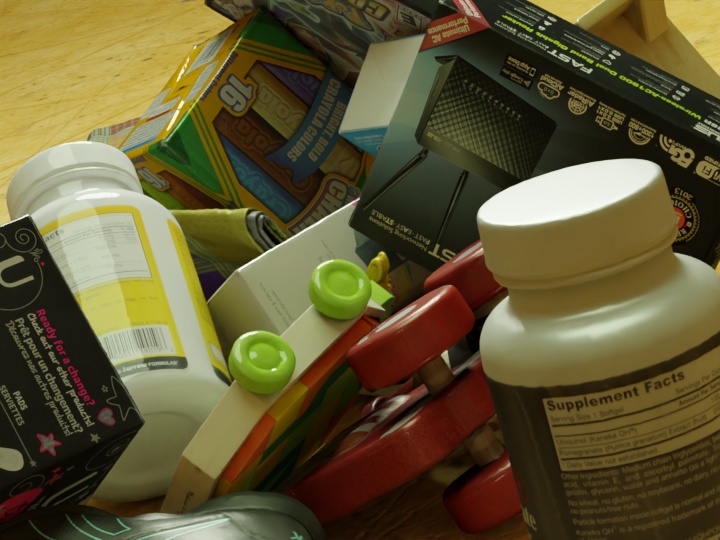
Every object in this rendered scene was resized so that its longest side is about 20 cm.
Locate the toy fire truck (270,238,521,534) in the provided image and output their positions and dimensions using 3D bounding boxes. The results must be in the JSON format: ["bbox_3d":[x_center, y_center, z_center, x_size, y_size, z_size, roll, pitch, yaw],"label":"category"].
[{"bbox_3d":[0.036,0.071,1.291,0.168,0.112,0.200,-31,6,39],"label":"toy fire truck"}]

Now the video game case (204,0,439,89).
[{"bbox_3d":[-0.013,-0.166,1.572,0.026,0.199,0.181,-59,-7,-16],"label":"video game case"}]

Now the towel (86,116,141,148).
[{"bbox_3d":[-0.189,-0.124,2.296,0.146,0.022,0.200,-16,16,-1],"label":"towel"}]

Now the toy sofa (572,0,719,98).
[{"bbox_3d":[0.190,-0.068,1.432,0.083,0.200,0.098,-37,-7,-33],"label":"toy sofa"}]

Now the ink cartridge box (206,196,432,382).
[{"bbox_3d":[0.000,0.000,1.483,0.200,0.067,0.117,-31,-6,-30],"label":"ink cartridge box"}]

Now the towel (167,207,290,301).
[{"bbox_3d":[-0.101,0.004,1.608,0.199,0.144,0.023,-1,60,38],"label":"towel"}]

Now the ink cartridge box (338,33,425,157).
[{"bbox_3d":[0.101,-0.072,1.521,0.116,0.200,0.067,-3,63,52],"label":"ink cartridge box"}]

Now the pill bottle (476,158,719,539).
[{"bbox_3d":[0.114,0.059,1.058,0.110,0.201,0.111,-15,15,4],"label":"pill bottle"}]

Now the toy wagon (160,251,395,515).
[{"bbox_3d":[-0.032,0.061,1.295,0.040,0.155,0.200,37,49,12],"label":"toy wagon"}]

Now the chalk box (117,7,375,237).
[{"bbox_3d":[-0.050,-0.056,1.659,0.124,0.200,0.125,-55,16,-22],"label":"chalk box"}]

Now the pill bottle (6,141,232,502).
[{"bbox_3d":[-0.146,0.025,1.423,0.112,0.112,0.201,-17,53,-5],"label":"pill bottle"}]

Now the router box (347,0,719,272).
[{"bbox_3d":[0.109,-0.050,1.361,0.199,0.150,0.062,28,30,12],"label":"router box"}]

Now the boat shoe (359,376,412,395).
[{"bbox_3d":[0.079,0.020,1.476,0.199,0.062,0.073,-18,19,-2],"label":"boat shoe"}]

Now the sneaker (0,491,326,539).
[{"bbox_3d":[-0.116,0.154,1.191,0.199,0.076,0.079,-14,18,9],"label":"sneaker"}]

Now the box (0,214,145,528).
[{"bbox_3d":[-0.208,0.082,1.283,0.114,0.132,0.200,-25,-13,-27],"label":"box"}]
